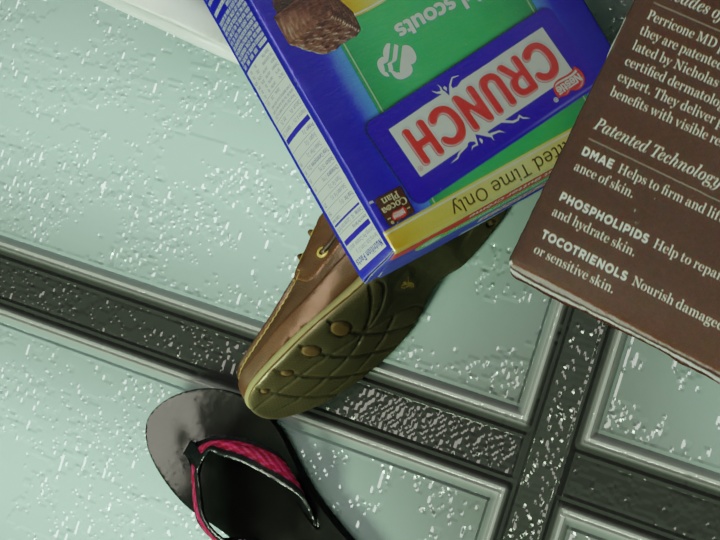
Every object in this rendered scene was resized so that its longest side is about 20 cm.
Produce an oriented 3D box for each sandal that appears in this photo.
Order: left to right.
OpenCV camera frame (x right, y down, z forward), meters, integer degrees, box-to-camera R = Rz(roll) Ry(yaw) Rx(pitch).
[{"bbox_3d":[-0.060,0.136,1.489,0.200,0.045,0.075,45,104,32],"label":"sandal"}]

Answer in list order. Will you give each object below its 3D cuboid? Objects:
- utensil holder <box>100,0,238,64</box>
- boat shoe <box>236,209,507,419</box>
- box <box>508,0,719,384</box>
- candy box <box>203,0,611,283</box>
[{"bbox_3d":[-0.060,-0.227,1.500,0.169,0.170,0.201,24,90,34],"label":"utensil holder"},{"bbox_3d":[0.000,0.000,1.470,0.200,0.072,0.068,-48,54,8],"label":"boat shoe"},{"bbox_3d":[0.212,-0.042,1.280,0.164,0.166,0.201,28,95,35],"label":"box"},{"bbox_3d":[0.031,-0.122,1.387,0.169,0.077,0.201,-29,86,-17],"label":"candy box"}]
